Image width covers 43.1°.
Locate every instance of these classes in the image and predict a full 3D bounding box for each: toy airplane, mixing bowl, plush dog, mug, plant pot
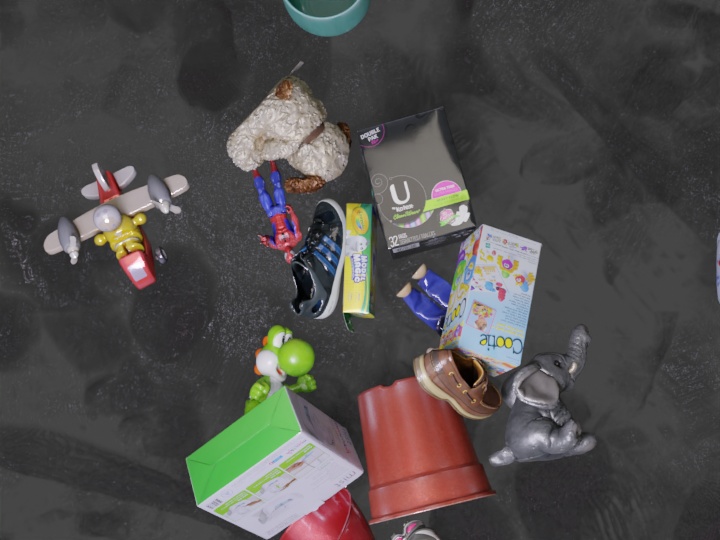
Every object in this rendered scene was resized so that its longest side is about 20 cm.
[{"bbox_3d":[-0.401,-0.091,1.496,0.199,0.141,0.200,20,86,7],"label":"toy airplane"},{"bbox_3d":[-0.045,0.446,1.397,0.108,0.200,0.200,41,88,-13],"label":"mixing bowl"},{"bbox_3d":[-0.090,-0.220,1.473,0.172,0.160,0.200,44,62,-13],"label":"plush dog"},{"bbox_3d":[-0.057,-0.488,1.529,0.152,0.114,0.186,-2,83,5],"label":"mug"},{"bbox_3d":[0.087,0.270,1.401,0.200,0.201,0.196,-15,75,3],"label":"plant pot"}]

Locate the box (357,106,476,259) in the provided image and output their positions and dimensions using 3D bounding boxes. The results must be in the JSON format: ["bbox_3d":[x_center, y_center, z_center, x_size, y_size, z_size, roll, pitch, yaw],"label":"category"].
[{"bbox_3d":[0.091,-0.137,1.472,0.148,0.124,0.201,-15,82,2],"label":"box"}]

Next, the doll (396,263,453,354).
[{"bbox_3d":[0.151,0.085,1.480,0.200,0.048,0.137,40,78,1],"label":"doll"}]

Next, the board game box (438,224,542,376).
[{"bbox_3d":[0.200,0.048,1.420,0.105,0.103,0.201,18,69,-9],"label":"board game box"}]

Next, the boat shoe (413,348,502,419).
[{"bbox_3d":[0.161,0.169,1.362,0.067,0.200,0.072,-30,50,26],"label":"boat shoe"}]

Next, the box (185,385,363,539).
[{"bbox_3d":[-0.128,0.299,1.388,0.200,0.176,0.097,-37,46,11],"label":"box"}]

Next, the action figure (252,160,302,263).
[{"bbox_3d":[-0.145,-0.109,1.504,0.065,0.099,0.201,-18,85,2],"label":"action figure"}]

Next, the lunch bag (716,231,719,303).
[{"bbox_3d":[0.663,-0.008,1.441,0.199,0.076,0.161,4,82,4],"label":"lunch bag"}]

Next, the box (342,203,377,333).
[{"bbox_3d":[0.000,0.000,1.467,0.048,0.117,0.201,3,84,6],"label":"box"}]

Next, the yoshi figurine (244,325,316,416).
[{"bbox_3d":[-0.127,0.189,1.465,0.112,0.112,0.201,9,82,-2],"label":"yoshi figurine"}]

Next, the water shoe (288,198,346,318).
[{"bbox_3d":[-0.071,-0.022,1.484,0.071,0.079,0.201,-3,82,45],"label":"water shoe"}]

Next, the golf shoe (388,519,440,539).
[{"bbox_3d":[0.054,0.486,1.412,0.077,0.088,0.200,37,88,-36],"label":"golf shoe"}]

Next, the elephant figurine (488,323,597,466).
[{"bbox_3d":[0.285,0.193,1.433,0.141,0.155,0.201,-27,65,44],"label":"elephant figurine"}]
